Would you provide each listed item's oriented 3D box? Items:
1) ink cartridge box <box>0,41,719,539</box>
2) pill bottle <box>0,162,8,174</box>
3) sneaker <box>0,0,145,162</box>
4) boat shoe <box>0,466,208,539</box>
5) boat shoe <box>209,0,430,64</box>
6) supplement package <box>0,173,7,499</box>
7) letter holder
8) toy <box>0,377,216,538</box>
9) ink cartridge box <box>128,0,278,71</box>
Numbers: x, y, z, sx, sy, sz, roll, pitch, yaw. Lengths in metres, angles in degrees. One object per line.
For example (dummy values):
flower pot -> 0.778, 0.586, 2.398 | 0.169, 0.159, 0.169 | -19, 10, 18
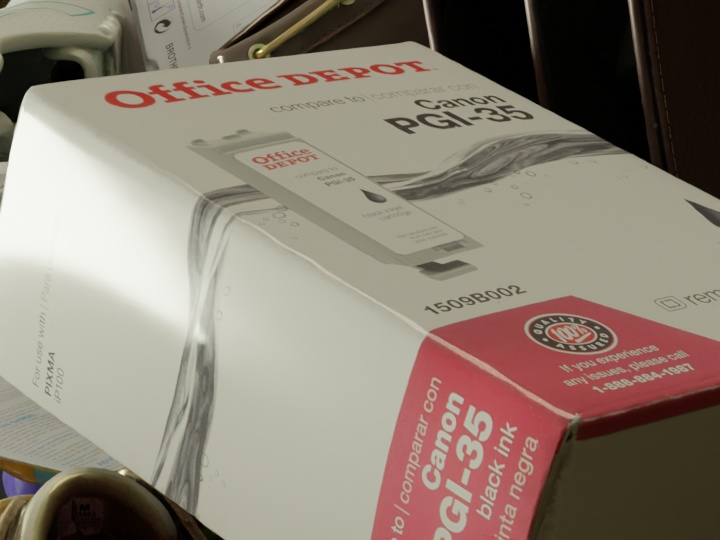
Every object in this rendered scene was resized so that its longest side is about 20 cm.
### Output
ink cartridge box -> 0.020, 0.018, 0.658 | 0.146, 0.083, 0.200 | -11, 32, -42
pill bottle -> -0.091, -0.019, 1.128 | 0.199, 0.112, 0.111 | -6, 11, 23
sneaker -> -0.120, -0.073, 1.018 | 0.080, 0.071, 0.200 | 0, 14, 29
boat shoe -> -0.063, 0.083, 0.666 | 0.073, 0.070, 0.200 | -15, 11, -20
boat shoe -> 0.035, -0.117, 0.878 | 0.200, 0.060, 0.072 | -46, 17, -2
supplement package -> -0.183, 0.032, 0.946 | 0.109, 0.114, 0.200 | -18, 10, -36
letter holder -> 0.076, -0.033, 0.776 | 0.100, 0.201, 0.142 | -5, 12, 29
toy -> -0.053, 0.065, 0.782 | 0.199, 0.047, 0.115 | 6, 9, 30
ink cartridge box -> 0.010, -0.112, 0.979 | 0.200, 0.042, 0.120 | -32, 40, 14
